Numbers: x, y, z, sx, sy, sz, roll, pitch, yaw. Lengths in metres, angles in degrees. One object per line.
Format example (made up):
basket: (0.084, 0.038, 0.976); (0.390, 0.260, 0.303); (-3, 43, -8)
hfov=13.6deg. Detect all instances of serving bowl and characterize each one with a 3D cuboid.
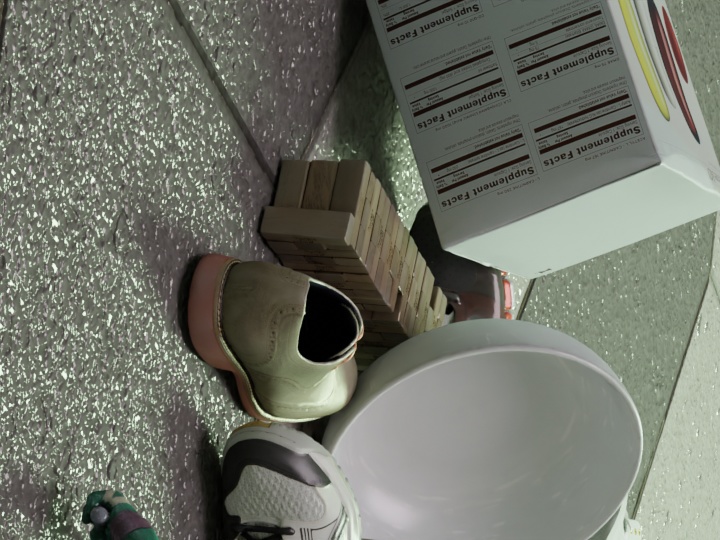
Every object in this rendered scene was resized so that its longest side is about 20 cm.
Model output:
serving bowl: (0.066, 0.100, 1.821); (0.066, 0.199, 0.201); (-108, -178, -47)

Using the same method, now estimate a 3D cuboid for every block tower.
block tower: (0.000, 0.000, 1.780); (0.200, 0.054, 0.058); (57, 40, -60)

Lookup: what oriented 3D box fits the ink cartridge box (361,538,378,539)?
ink cartridge box: (0.022, 0.240, 1.790); (0.200, 0.116, 0.068); (69, 32, -48)

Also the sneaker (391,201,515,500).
sneaker: (0.046, 0.054, 1.894); (0.082, 0.077, 0.201); (0, 93, -64)

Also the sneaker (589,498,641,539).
sneaker: (0.174, 0.180, 2.286); (0.116, 0.073, 0.201); (-45, 144, -64)

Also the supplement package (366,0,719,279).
supplement package: (0.113, -0.120, 1.849); (0.191, 0.146, 0.201); (16, 55, -70)

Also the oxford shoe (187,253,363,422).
oxford shoe: (-0.030, 0.045, 1.671); (0.200, 0.073, 0.071); (37, 58, -67)

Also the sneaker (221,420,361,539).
sneaker: (-0.043, 0.181, 1.658); (0.088, 0.075, 0.201); (-58, 146, -53)

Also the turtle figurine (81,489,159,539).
turtle figurine: (-0.113, 0.182, 1.443); (0.200, 0.100, 0.151); (9, 85, -65)
